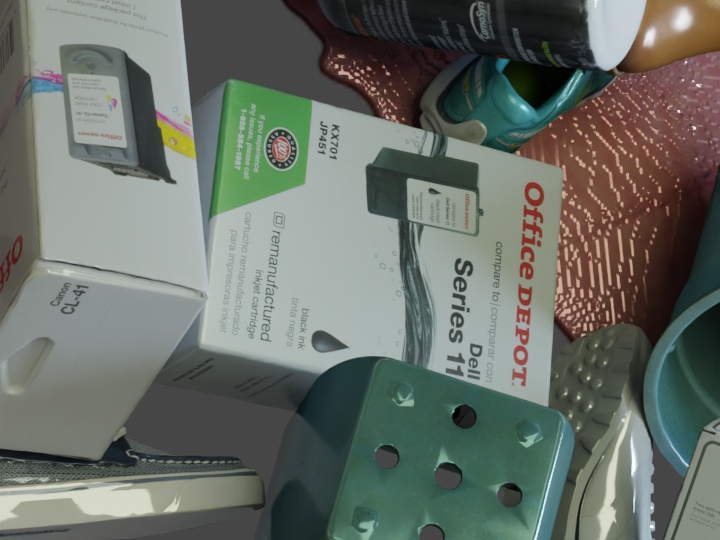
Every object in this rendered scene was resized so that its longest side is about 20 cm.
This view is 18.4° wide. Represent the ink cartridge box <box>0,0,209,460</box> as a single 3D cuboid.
[{"bbox_3d":[-0.139,-0.035,1.028,0.085,0.148,0.200,9,51,-25],"label":"ink cartridge box"}]

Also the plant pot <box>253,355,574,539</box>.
[{"bbox_3d":[0.026,0.125,1.047,0.141,0.200,0.142,18,68,-2],"label":"plant pot"}]

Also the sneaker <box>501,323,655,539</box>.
[{"bbox_3d":[0.125,0.126,1.197,0.080,0.076,0.201,29,68,-29],"label":"sneaker"}]

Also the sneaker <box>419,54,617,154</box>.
[{"bbox_3d":[0.116,-0.125,1.248,0.078,0.080,0.200,47,53,-8],"label":"sneaker"}]

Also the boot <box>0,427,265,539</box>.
[{"bbox_3d":[-0.141,0.082,1.070,0.199,0.073,0.091,0,73,-30],"label":"boot"}]

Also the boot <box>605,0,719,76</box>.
[{"bbox_3d":[0.238,-0.138,1.227,0.200,0.155,0.077,-25,132,-45],"label":"boot"}]

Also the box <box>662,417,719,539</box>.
[{"bbox_3d":[0.200,0.188,1.134,0.116,0.060,0.201,20,100,18],"label":"box"}]

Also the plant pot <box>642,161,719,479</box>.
[{"bbox_3d":[0.263,0.007,1.214,0.200,0.200,0.196,32,42,-15],"label":"plant pot"}]

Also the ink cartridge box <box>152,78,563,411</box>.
[{"bbox_3d":[0.000,0.000,1.156,0.199,0.083,0.147,13,71,-23],"label":"ink cartridge box"}]

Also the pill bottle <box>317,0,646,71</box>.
[{"bbox_3d":[0.046,-0.169,1.170,0.199,0.106,0.107,10,65,21],"label":"pill bottle"}]
